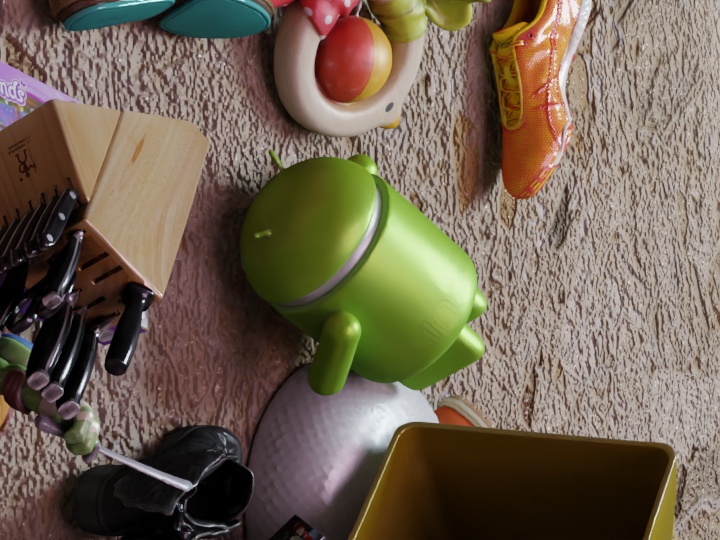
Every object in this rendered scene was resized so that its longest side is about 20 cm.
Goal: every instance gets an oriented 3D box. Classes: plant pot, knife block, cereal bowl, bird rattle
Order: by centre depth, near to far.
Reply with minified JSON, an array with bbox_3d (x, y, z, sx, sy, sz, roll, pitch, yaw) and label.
[{"bbox_3d":[-0.143,-0.004,1.327,0.200,0.064,0.176,4,63,-59],"label":"knife block"},{"bbox_3d":[0.106,0.240,1.569,0.200,0.200,0.177,-64,149,-44],"label":"plant pot"},{"bbox_3d":[-0.004,-0.173,1.649,0.200,0.113,0.163,-5,110,-52],"label":"bird rattle"},{"bbox_3d":[0.008,0.164,1.672,0.200,0.083,0.200,-2,92,-56],"label":"cereal bowl"}]

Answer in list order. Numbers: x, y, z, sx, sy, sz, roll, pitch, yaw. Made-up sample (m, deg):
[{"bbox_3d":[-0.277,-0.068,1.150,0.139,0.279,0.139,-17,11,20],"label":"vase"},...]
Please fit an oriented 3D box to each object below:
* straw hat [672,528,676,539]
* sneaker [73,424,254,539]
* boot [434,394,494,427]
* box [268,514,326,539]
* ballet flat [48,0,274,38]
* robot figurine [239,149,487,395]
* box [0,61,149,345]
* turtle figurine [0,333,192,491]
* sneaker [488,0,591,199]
[{"bbox_3d":[0.192,0.255,1.933,0.201,0.085,0.201,-34,129,-56],"label":"straw hat"},{"bbox_3d":[-0.104,0.141,1.483,0.200,0.104,0.060,-15,102,-58],"label":"sneaker"},{"bbox_3d":[0.076,0.197,1.774,0.107,0.075,0.200,-15,83,-25],"label":"boot"},{"bbox_3d":[-0.039,0.279,1.594,0.137,0.038,0.200,-43,129,-13],"label":"box"},{"bbox_3d":[-0.131,-0.191,1.504,0.200,0.068,0.072,-6,75,-51],"label":"ballet flat"},{"bbox_3d":[0.000,0.000,1.614,0.200,0.116,0.176,39,40,-31],"label":"robot figurine"},{"bbox_3d":[-0.203,-0.048,1.378,0.200,0.039,0.137,26,52,-52],"label":"box"},{"bbox_3d":[-0.210,0.128,1.307,0.194,0.144,0.200,-39,117,-50],"label":"turtle figurine"},{"bbox_3d":[0.131,-0.154,1.880,0.077,0.073,0.200,17,71,-31],"label":"sneaker"}]
